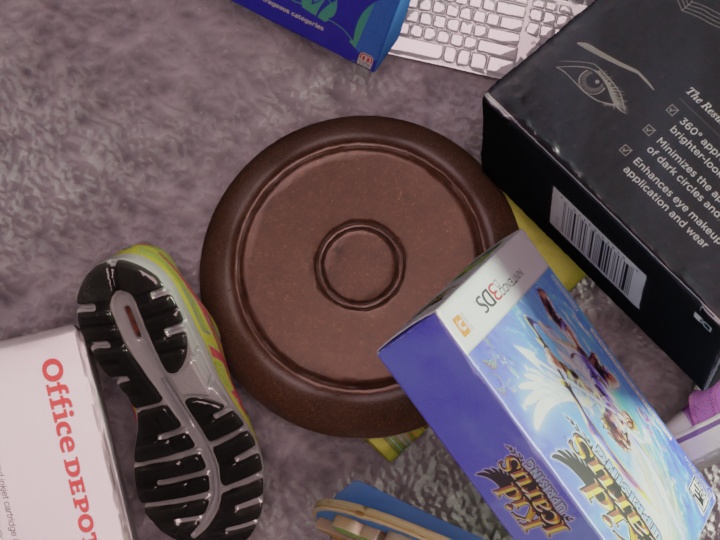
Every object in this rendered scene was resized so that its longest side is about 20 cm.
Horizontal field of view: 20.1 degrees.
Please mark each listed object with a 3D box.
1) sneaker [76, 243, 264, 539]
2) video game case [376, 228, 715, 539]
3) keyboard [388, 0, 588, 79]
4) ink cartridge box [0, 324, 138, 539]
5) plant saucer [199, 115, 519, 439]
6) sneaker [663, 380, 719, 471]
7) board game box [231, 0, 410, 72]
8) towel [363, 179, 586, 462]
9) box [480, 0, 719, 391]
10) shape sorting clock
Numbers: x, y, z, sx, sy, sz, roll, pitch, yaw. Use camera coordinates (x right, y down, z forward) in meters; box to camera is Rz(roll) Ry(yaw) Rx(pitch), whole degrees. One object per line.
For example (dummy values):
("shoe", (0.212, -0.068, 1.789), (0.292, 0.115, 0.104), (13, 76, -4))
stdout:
("sneaker", (-0.103, 0.071, 1.208), (0.078, 0.090, 0.200), (-13, 110, 8))
("video game case", (0.109, 0.087, 1.110), (0.045, 0.181, 0.200), (-36, 91, 25))
("keyboard", (0.067, -0.152, 1.262), (0.199, 0.011, 0.056), (12, 86, -1))
("ink cartridge box", (-0.241, 0.125, 1.191), (0.199, 0.084, 0.145), (-14, 87, -3))
("plant saucer", (0.000, 0.000, 1.222), (0.200, 0.034, 0.201), (-1, 80, 4))
("sneaker", (0.237, 0.039, 1.235), (0.200, 0.073, 0.114), (-33, 76, -7))
("board game box", (-0.025, -0.227, 1.171), (0.152, 0.200, 0.045), (27, 47, 5))
("towel", (0.060, 0.020, 1.248), (0.200, 0.018, 0.086), (-43, 92, -5))
("box", (0.207, -0.075, 1.177), (0.200, 0.117, 0.197), (-40, 73, -12))
("shape sorting clock", (0.062, 0.179, 1.144), (0.200, 0.200, 0.039), (30, 78, 0))
